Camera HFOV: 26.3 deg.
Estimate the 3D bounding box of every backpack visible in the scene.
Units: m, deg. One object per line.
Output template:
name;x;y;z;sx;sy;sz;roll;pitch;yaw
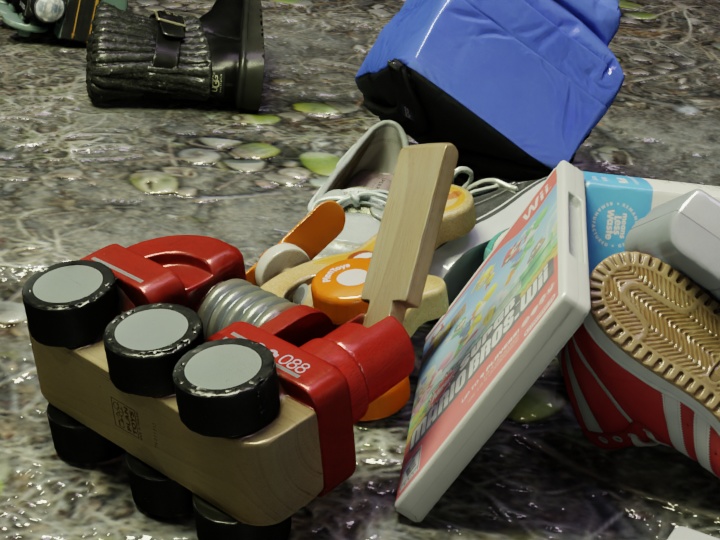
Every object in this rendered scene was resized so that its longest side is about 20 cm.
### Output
backpack;0.101;-0.154;1.174;0.162;0.168;0.200;39;-11;-11

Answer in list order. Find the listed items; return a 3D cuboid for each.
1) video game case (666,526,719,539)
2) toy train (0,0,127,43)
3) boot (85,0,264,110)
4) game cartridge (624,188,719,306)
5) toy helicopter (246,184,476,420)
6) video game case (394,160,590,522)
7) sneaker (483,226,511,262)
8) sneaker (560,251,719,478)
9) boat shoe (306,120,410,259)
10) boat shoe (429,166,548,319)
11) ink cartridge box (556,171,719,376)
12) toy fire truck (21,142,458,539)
video game case;0.194;0.181;0.625;0.199;0.022;0.182;17;25;24
toy train;-0.308;-0.280;1.548;0.114;0.086;0.200;8;18;-27
boot;-0.168;-0.209;1.399;0.157;0.080;0.211;3;23;-7
game cartridge;0.229;0.036;0.788;0.200;0.041;0.133;39;-7;1
toy helicopter;0.000;0.000;0.909;0.132;0.079;0.200;10;34;32
video game case;0.072;0.030;0.815;0.017;0.143;0.200;33;22;-6
sneaker;0.153;-0.005;1.017;0.199;0.078;0.079;-3;10;-39
sneaker;0.185;0.084;0.796;0.071;0.113;0.200;-40;77;-20
boat shoe;0.002;-0.047;1.070;0.074;0.065;0.202;10;23;10
boat shoe;0.082;-0.029;1.035;0.068;0.074;0.199;35;43;25
ink cartridge box;0.221;0.012;0.900;0.199;0.117;0.068;6;9;3
toy fire truck;-0.046;0.018;0.771;0.176;0.129;0.200;23;40;38
